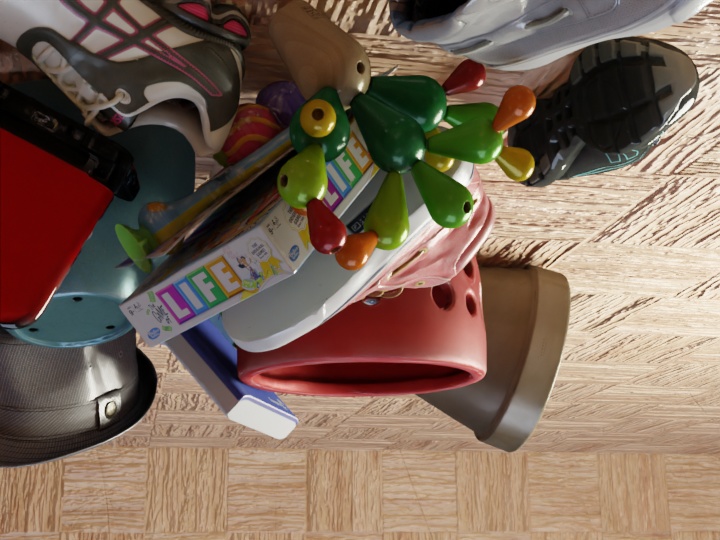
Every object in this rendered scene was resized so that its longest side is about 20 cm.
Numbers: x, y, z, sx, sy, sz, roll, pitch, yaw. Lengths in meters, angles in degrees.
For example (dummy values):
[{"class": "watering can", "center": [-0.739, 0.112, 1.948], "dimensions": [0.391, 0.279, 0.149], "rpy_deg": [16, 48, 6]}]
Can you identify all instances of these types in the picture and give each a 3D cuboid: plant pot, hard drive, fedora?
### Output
[{"class": "plant pot", "center": [0.110, 0.074, 1.220], "dimensions": [0.171, 0.203, 0.200], "rpy_deg": [17, 162, -6]}, {"class": "hard drive", "center": [-0.143, 0.058, 0.980], "dimensions": [0.025, 0.200, 0.132], "rpy_deg": [-45, 157, 0]}, {"class": "plant pot", "center": [0.000, 0.000, 0.910], "dimensions": [0.196, 0.186, 0.201], "rpy_deg": [-1, 164, 0]}, {"class": "fedora", "center": [-0.254, 0.065, 0.916], "dimensions": [0.176, 0.092, 0.198], "rpy_deg": [30, -150, 34]}, {"class": "plant pot", "center": [-0.212, -0.024, 0.828], "dimensions": [0.196, 0.137, 0.201], "rpy_deg": [-9, 155, -4]}]

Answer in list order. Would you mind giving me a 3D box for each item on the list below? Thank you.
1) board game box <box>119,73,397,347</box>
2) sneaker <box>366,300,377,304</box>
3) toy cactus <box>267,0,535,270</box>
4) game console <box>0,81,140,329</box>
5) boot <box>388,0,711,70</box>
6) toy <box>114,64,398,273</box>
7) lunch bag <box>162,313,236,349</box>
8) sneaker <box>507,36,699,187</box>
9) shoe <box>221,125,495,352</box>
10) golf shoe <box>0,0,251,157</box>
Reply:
[{"class": "board game box", "center": [-0.052, -0.041, 0.721], "dimensions": [0.133, 0.201, 0.034], "rpy_deg": [-27, 107, 38]}, {"class": "sneaker", "center": [-0.039, 0.005, 1.139], "dimensions": [0.081, 0.075, 0.199], "rpy_deg": [-6, 163, 27]}, {"class": "toy cactus", "center": [0.008, -0.093, 0.648], "dimensions": [0.199, 0.165, 0.103], "rpy_deg": [-30, 161, -37]}, {"class": "game console", "center": [-0.241, -0.057, 0.648], "dimensions": [0.198, 0.120, 0.172], "rpy_deg": [28, 172, -6]}, {"class": "boot", "center": [0.098, -0.152, 0.573], "dimensions": [0.094, 0.075, 0.199], "rpy_deg": [1, 167, -34]}, {"class": "toy", "center": [-0.077, -0.078, 0.728], "dimensions": [0.047, 0.200, 0.115], "rpy_deg": [51, 157, -13]}, {"class": "lunch bag", "center": [-0.118, 0.044, 1.248], "dimensions": [0.148, 0.096, 0.199], "rpy_deg": [8, 179, 21]}, {"class": "sneaker", "center": [0.173, -0.109, 0.770], "dimensions": [0.078, 0.077, 0.200], "rpy_deg": [-7, 175, -20]}, {"class": "shoe", "center": [0.005, -0.003, 0.763], "dimensions": [0.199, 0.072, 0.091], "rpy_deg": [-40, 143, 0]}, {"class": "golf shoe", "center": [-0.150, -0.127, 0.633], "dimensions": [0.197, 0.090, 0.077], "rpy_deg": [11, 163, -32]}]
